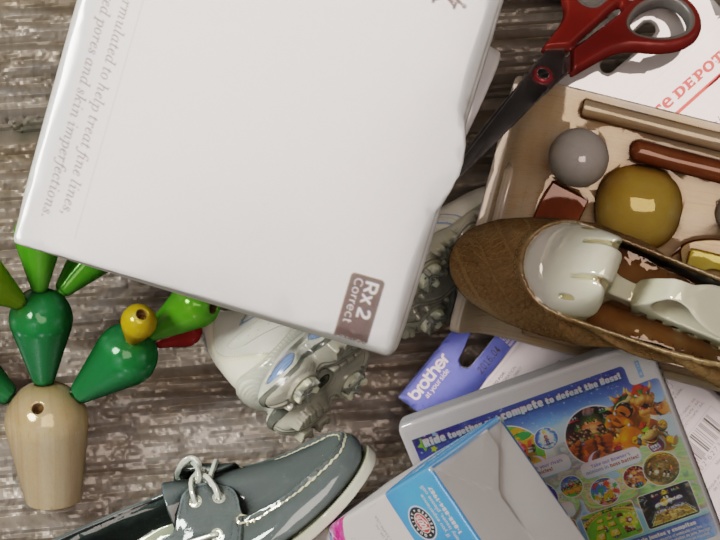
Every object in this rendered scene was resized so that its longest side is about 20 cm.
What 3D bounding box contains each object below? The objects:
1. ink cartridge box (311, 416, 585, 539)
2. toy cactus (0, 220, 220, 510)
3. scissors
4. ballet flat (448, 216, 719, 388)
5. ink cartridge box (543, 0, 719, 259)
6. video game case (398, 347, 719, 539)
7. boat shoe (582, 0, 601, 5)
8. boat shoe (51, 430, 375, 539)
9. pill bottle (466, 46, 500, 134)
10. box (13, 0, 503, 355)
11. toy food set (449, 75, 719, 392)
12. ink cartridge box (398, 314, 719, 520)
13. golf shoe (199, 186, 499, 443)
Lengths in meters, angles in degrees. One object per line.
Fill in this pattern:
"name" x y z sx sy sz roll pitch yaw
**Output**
"ink cartridge box" 0.029 0.172 1.496 0.068 0.200 0.115 -33 89 -44
"toy cactus" -0.175 0.044 1.511 0.200 0.102 0.165 -4 107 -5
"scissors" 0.099 -0.113 1.492 0.200 0.014 0.073 -32 71 -25
"ballet flat" 0.145 0.014 1.445 0.200 0.072 0.068 22 76 0
"ink cartridge box" 0.196 -0.060 1.570 0.116 0.068 0.200 -41 91 -8
"video game case" 0.122 0.148 1.520 0.143 0.018 0.200 -20 104 10
"boat shoe" 0.108 -0.193 1.576 0.200 0.072 0.069 5 54 -13
"boat shoe" -0.087 0.134 1.494 0.200 0.073 0.062 -30 108 9
"pill bottle" -0.034 -0.119 1.524 0.200 0.116 0.116 26 82 -4
"box" -0.049 -0.083 1.403 0.200 0.131 0.199 16 94 -4
"toy food set" 0.162 -0.012 1.501 0.200 0.060 0.144 14 96 4
"ink cartridge box" 0.130 0.091 1.562 0.200 0.042 0.119 39 81 -4
"golf shoe" 0.000 0.000 1.539 0.200 0.078 0.097 -35 58 -25
